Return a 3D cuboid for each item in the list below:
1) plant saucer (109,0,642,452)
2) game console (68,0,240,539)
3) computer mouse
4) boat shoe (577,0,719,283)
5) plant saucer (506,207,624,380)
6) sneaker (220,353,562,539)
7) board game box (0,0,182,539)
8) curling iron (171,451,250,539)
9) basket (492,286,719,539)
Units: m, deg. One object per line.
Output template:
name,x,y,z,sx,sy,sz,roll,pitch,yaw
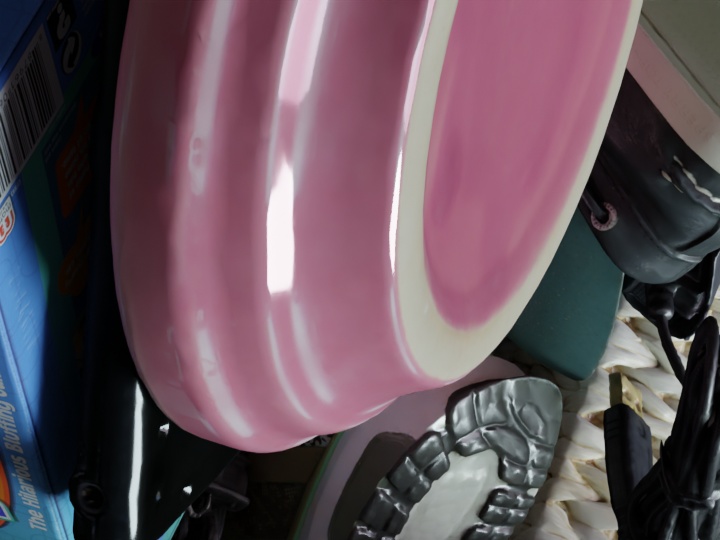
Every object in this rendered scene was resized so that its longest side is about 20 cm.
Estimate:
plant saucer,0.016,-0.056,0.538,0.200,0.051,0.202,18,90,-73
game console,-0.016,-0.060,0.568,0.177,0.031,0.201,-45,147,-55
computer mouse,0.094,-0.010,0.761,0.141,0.046,0.201,95,-10,-55
boat shoe,0.042,-0.079,0.682,0.074,0.200,0.066,-10,145,-48
plant saucer,0.046,-0.066,0.802,0.200,0.036,0.201,178,-90,-83
sneaker,-0.023,0.077,0.749,0.077,0.089,0.200,10,126,-44
board game box,-0.058,-0.025,0.583,0.201,0.045,0.153,84,26,-53
curling iron,-0.072,0.126,0.717,0.201,0.025,0.050,-71,-160,3
basket,0.126,0.060,0.931,0.162,0.199,0.198,-66,-164,-9
